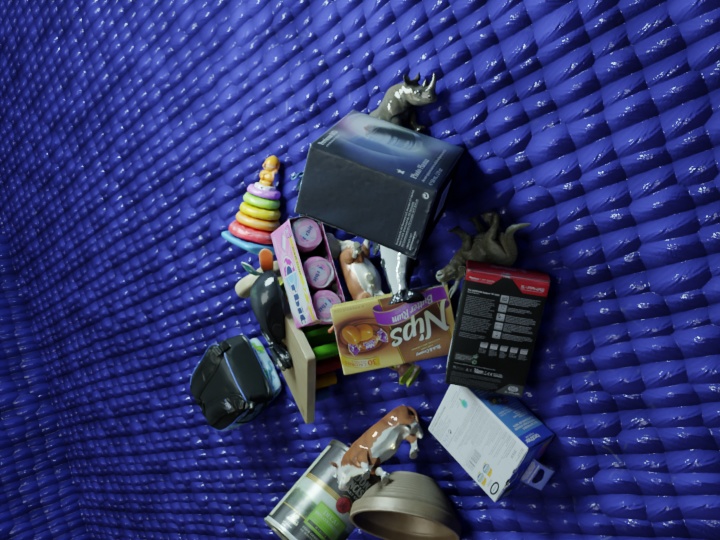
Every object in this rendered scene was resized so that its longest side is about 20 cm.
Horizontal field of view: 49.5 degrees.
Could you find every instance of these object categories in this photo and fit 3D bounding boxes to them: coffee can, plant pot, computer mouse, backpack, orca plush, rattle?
[{"bbox_3d":[-0.065,0.450,1.502,0.146,0.200,0.146,36,158,17],"label":"coffee can"},{"bbox_3d":[0.086,0.423,1.406,0.201,0.201,0.093,-33,35,48],"label":"plant pot"},{"bbox_3d":[-0.182,0.091,1.523,0.139,0.053,0.200,-127,29,-50],"label":"computer mouse"},{"bbox_3d":[-0.283,0.261,1.771,0.200,0.147,0.183,-46,68,41],"label":"backpack"},{"bbox_3d":[0.084,-0.024,1.311,0.105,0.071,0.200,-41,43,26],"label":"orca plush"},{"bbox_3d":[-0.181,0.049,1.582,0.200,0.130,0.143,138,124,-69],"label":"rattle"}]

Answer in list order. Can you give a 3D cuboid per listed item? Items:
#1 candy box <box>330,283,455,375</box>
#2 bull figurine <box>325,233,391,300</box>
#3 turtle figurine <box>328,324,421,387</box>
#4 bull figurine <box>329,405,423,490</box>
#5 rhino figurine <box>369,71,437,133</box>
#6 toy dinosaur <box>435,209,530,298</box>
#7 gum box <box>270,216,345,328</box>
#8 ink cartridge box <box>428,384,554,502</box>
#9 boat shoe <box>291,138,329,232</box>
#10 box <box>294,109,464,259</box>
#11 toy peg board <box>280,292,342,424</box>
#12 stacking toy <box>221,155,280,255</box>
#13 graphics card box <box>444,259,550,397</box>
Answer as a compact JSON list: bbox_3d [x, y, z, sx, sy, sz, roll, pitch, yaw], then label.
[{"bbox_3d":[0.059,0.097,1.307,0.056,0.200,0.117,-49,-52,-85],"label":"candy box"},{"bbox_3d":[0.000,0.000,1.414,0.200,0.065,0.121,61,153,18],"label":"bull figurine"},{"bbox_3d":[0.033,0.147,1.418,0.161,0.064,0.200,33,167,21],"label":"turtle figurine"},{"bbox_3d":[0.031,0.325,1.408,0.065,0.200,0.121,47,174,-24],"label":"bull figurine"},{"bbox_3d":[0.063,-0.256,1.289,0.200,0.060,0.088,-45,70,44],"label":"rhino figurine"},{"bbox_3d":[0.200,-0.037,1.202,0.200,0.077,0.102,-21,97,45],"label":"toy dinosaur"},{"bbox_3d":[-0.096,0.008,1.442,0.113,0.066,0.200,-26,79,65],"label":"gum box"},{"bbox_3d":[0.217,0.272,1.256,0.200,0.076,0.137,46,132,32],"label":"ink cartridge box"},{"bbox_3d":[-0.097,-0.156,1.482,0.069,0.084,0.200,24,117,30],"label":"boat shoe"},{"bbox_3d":[0.033,-0.140,1.195,0.198,0.200,0.123,20,121,9],"label":"box"},{"bbox_3d":[-0.098,0.162,1.565,0.199,0.098,0.200,94,154,-42],"label":"toy peg board"},{"bbox_3d":[-0.204,-0.141,1.612,0.110,0.116,0.200,27,109,39],"label":"stacking toy"},{"bbox_3d":[0.205,0.089,1.188,0.125,0.051,0.200,9,113,5],"label":"graphics card box"}]
